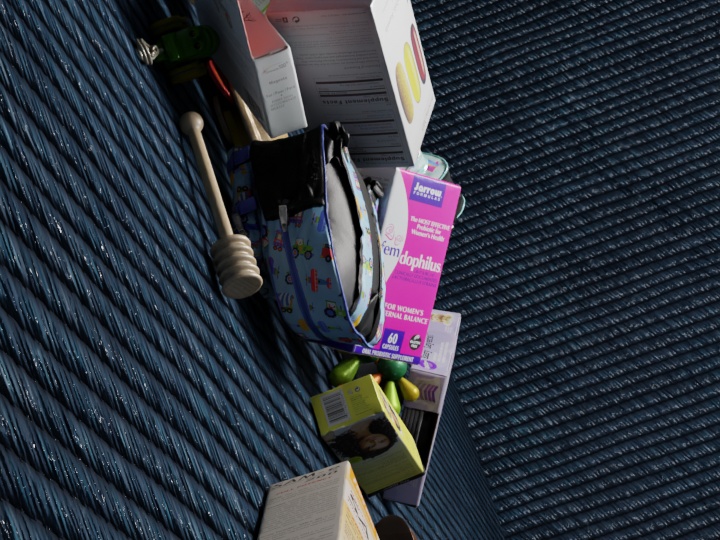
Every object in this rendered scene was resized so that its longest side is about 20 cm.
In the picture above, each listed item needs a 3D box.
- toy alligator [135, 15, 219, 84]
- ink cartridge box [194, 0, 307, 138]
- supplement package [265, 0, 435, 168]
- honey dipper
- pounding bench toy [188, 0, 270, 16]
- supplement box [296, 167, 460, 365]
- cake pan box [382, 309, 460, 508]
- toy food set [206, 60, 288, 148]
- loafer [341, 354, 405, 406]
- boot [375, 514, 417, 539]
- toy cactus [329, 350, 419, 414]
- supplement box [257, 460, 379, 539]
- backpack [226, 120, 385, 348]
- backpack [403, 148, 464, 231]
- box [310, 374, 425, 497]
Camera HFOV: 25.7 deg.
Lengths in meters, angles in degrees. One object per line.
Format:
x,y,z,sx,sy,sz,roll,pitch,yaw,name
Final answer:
-0.166,-0.213,1.492,0.200,0.054,0.059,-64,133,-82,toy alligator
-0.119,-0.248,1.522,0.200,0.043,0.174,-126,-160,-50,ink cartridge box
-0.005,-0.212,1.584,0.114,0.109,0.200,-72,154,-42,supplement package
-0.133,-0.065,1.422,0.038,0.038,0.200,60,8,-59,honey dipper
-0.100,-0.306,1.720,0.200,0.124,0.156,43,8,-3,pounding bench toy
0.019,-0.010,1.690,0.101,0.103,0.201,12,90,-40,supplement box
0.077,0.168,1.948,0.200,0.052,0.185,-70,170,-66,cake pan box
-0.126,-0.177,1.774,0.198,0.049,0.200,-13,83,-84,toy food set
0.004,0.092,1.974,0.063,0.072,0.200,-116,-176,-63,loafer
0.073,0.378,1.720,0.200,0.064,0.187,69,6,-58,boot
0.030,0.082,1.825,0.102,0.165,0.200,25,31,-26,toy cactus
-0.023,0.240,1.193,0.200,0.073,0.126,-85,155,-77,supplement box
-0.047,-0.018,1.545,0.183,0.134,0.200,54,26,-66,backpack
-0.001,-0.093,1.931,0.200,0.176,0.153,25,-19,42,backpack
0.010,0.182,1.709,0.200,0.075,0.050,58,11,-60,box
